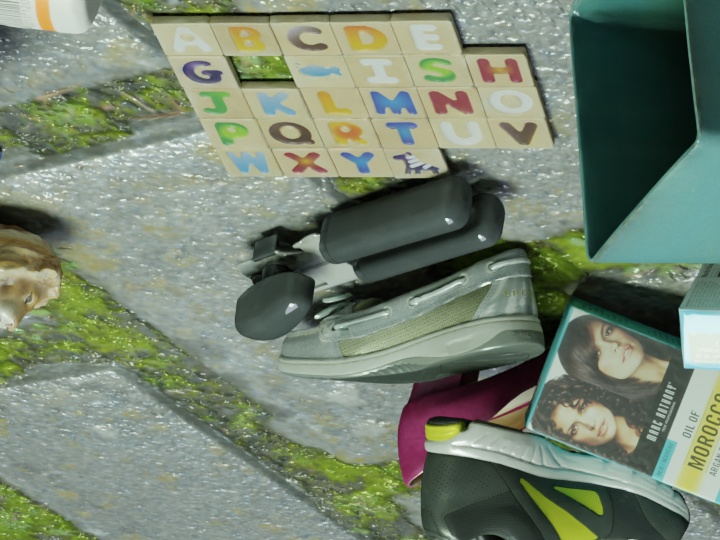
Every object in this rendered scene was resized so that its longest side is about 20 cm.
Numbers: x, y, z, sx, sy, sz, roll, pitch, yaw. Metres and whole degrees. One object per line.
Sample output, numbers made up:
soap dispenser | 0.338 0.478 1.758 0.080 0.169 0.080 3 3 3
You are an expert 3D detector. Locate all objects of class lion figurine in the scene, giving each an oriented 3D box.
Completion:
lion figurine | -0.266 0.010 1.786 0.122 0.073 0.200 4 171 -21

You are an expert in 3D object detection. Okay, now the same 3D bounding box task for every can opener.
can opener | 0.000 0.000 1.673 0.053 0.067 0.199 27 152 -35

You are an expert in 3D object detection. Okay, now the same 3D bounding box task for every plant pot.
plant pot | 0.221 -0.087 1.367 0.199 0.142 0.141 4 156 -15

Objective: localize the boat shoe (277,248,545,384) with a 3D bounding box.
boat shoe | 0.029 0.033 1.751 0.074 0.065 0.201 6 167 -43

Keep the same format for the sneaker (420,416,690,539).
sneaker | 0.113 0.148 1.752 0.199 0.085 0.074 19 174 -28

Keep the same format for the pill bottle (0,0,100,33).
pill bottle | -0.218 -0.178 1.328 0.199 0.115 0.114 8 154 1

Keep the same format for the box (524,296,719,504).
box | 0.205 0.091 1.723 0.199 0.083 0.049 21 -174 1

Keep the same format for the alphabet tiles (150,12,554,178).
alphabet tiles | 0.001 -0.093 1.556 0.199 0.008 0.167 1 152 15

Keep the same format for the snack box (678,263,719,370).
snack box | 0.243 -0.009 1.456 0.116 0.200 0.037 2 117 22

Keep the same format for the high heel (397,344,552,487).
high heel | 0.118 0.089 1.784 0.199 0.096 0.067 -1 152 18
